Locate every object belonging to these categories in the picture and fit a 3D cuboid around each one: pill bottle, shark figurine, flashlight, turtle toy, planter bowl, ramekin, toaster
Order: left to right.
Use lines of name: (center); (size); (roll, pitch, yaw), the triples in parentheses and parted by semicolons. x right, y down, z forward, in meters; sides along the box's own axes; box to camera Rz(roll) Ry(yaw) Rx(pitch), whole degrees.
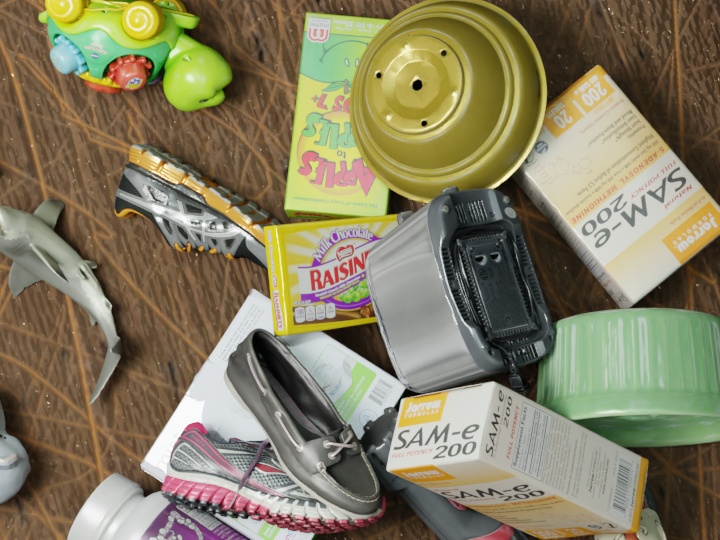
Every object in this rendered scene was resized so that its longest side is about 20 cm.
shark figurine: (-0.304, 0.018, 1.480); (0.089, 0.128, 0.215); (-36, 101, 22)
turtle toy: (-0.221, -0.220, 1.474); (0.200, 0.146, 0.101); (14, 103, 3)
pill bottle: (-0.167, 0.275, 1.389); (0.200, 0.112, 0.112); (30, 84, 11)
planter bowl: (0.065, -0.165, 1.393); (0.200, 0.083, 0.201); (-2, 85, 24)
flashlight: (0.077, 0.209, 1.393); (0.068, 0.068, 0.200); (-40, 110, -1)
toaster: (0.089, 0.030, 1.371); (0.114, 0.129, 0.200); (-12, 80, -39)
ramekin: (0.256, 0.100, 1.379); (0.200, 0.200, 0.098); (0, 75, 2)

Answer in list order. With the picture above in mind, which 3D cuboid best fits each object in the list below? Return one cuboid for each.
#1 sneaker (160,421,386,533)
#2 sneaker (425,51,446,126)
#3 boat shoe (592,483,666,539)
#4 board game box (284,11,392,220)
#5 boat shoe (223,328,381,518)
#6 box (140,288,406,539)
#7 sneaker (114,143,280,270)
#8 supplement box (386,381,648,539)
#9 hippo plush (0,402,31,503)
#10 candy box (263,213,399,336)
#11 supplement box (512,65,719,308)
sneaker: (-0.074, 0.188, 1.340); (0.200, 0.081, 0.075); (13, 72, -2)
sneaker: (0.098, -0.173, 1.472); (0.075, 0.088, 0.200); (8, 82, 4)
boat shoe: (0.257, 0.264, 1.420); (0.071, 0.063, 0.200); (-14, 82, 2)
board game box: (-0.014, -0.150, 1.493); (0.101, 0.048, 0.200); (6, 82, 2)
boat shoe: (-0.049, 0.133, 1.323); (0.200, 0.067, 0.057); (46, 129, 25)
box: (-0.080, 0.149, 1.430); (0.176, 0.097, 0.200); (31, 84, 6)
sneaker: (-0.153, -0.047, 1.477); (0.200, 0.078, 0.077); (32, 98, 9)
supplement box: (0.141, 0.174, 1.332); (0.200, 0.126, 0.074); (28, 63, -30)
hippo plush: (-0.398, 0.188, 1.404); (0.161, 0.159, 0.200); (-22, 82, 0)
candy box: (0.000, 0.000, 1.419); (0.200, 0.026, 0.102); (-7, 90, -38)
supplement box: (0.243, -0.079, 1.454); (0.126, 0.074, 0.200); (-39, 83, -3)
